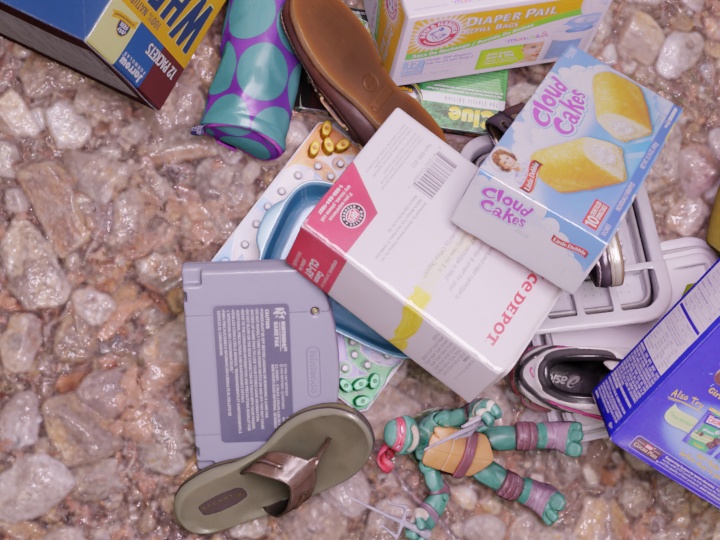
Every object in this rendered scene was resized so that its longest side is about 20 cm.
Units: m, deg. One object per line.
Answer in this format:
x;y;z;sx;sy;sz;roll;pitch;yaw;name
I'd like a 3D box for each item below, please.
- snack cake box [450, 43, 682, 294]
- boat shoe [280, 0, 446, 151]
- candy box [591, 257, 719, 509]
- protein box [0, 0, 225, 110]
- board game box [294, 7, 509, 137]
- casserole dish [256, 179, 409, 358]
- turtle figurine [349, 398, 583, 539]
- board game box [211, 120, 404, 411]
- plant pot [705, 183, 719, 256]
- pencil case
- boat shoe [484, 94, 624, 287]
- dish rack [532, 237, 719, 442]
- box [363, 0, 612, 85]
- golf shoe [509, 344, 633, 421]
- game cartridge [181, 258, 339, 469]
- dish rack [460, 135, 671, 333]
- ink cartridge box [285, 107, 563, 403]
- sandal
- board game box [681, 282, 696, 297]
0.171;-0.087;0.998;0.115;0.067;0.200;32;49;6;snack cake box
-0.008;-0.160;1.099;0.070;0.070;0.200;-43;101;-34;boat shoe
0.320;0.088;1.005;0.169;0.077;0.200;32;112;-21;candy box
-0.227;-0.282;1.057;0.199;0.135;0.199;27;82;22;protein box
0.042;-0.189;1.167;0.199;0.023;0.106;8;83;-5;board game box
0.000;0.000;1.113;0.199;0.039;0.122;25;83;-3;casserole dish
0.093;0.165;1.099;0.199;0.101;0.150;10;120;-17;turtle figurine
-0.016;-0.006;1.143;0.200;0.026;0.200;38;82;-2;board game box
0.402;-0.045;1.120;0.200;0.200;0.142;40;100;-1;plant pot
-0.093;-0.208;1.124;0.085;0.092;0.201;18;80;-42;pencil case
0.169;-0.065;1.078;0.064;0.072;0.201;-20;64;-5;boat shoe
0.264;0.064;1.158;0.199;0.044;0.173;-11;87;-6;dish rack
0.114;-0.251;1.115;0.199;0.113;0.102;-11;68;-12;box
0.236;0.104;1.085;0.199;0.092;0.073;3;84;-6;golf shoe
-0.085;0.084;1.080;0.132;0.042;0.201;-3;114;-6;game cartridge
0.183;-0.034;1.132;0.170;0.044;0.201;-6;67;-4;dish rack
0.061;-0.011;1.015;0.200;0.083;0.145;37;63;3;ink cartridge box
-0.073;0.187;1.076;0.200;0.057;0.080;-31;113;12;sandal
0.388;0.081;1.108;0.200;0.101;0.048;39;64;-18;board game box
